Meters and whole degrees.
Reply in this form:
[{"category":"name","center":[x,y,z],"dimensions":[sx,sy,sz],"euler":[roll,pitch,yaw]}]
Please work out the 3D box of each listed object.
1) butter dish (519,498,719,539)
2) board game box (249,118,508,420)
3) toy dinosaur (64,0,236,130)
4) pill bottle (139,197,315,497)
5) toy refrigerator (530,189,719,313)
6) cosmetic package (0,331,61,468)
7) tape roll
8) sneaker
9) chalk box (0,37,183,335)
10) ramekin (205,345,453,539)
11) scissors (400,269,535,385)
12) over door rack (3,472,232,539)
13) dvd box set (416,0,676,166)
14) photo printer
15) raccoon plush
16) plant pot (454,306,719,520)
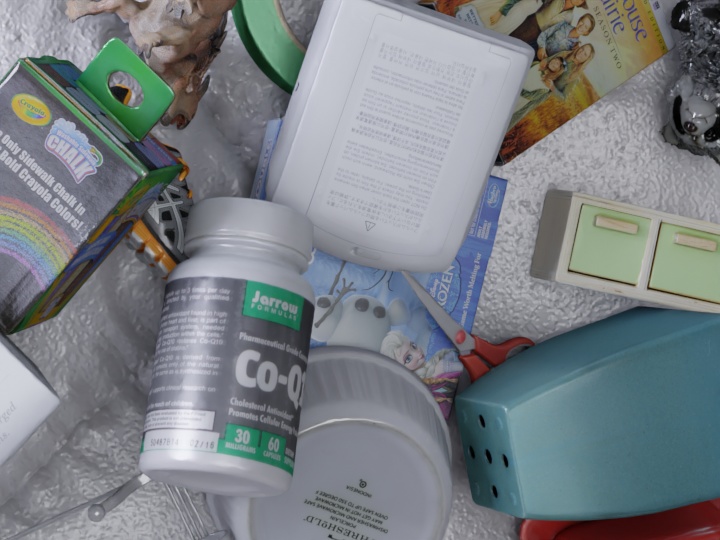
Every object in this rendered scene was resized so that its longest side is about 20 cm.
[{"category":"butter dish","center":[0.250,0.282,1.573],"dimensions":[0.198,0.148,0.202],"euler":[-12,96,-14]},{"category":"board game box","center":[0.000,0.000,1.541],"dimensions":[0.197,0.043,0.202],"euler":[13,91,-15]},{"category":"toy dinosaur","center":[-0.122,-0.201,1.436],"dimensions":[0.200,0.135,0.086],"euler":[-43,70,29]},{"category":"pill bottle","center":[-0.093,0.056,1.402],"dimensions":[0.112,0.113,0.202],"euler":[11,74,-15]},{"category":"toy refrigerator","center":[0.249,-0.010,1.593],"dimensions":[0.198,0.070,0.077],"euler":[12,91,-15]},{"category":"cosmetic package","center":[-0.334,0.084,1.377],"dimensions":[0.165,0.200,0.165],"euler":[-46,103,-7]},{"category":"tape roll","center":[-0.004,-0.227,1.522],"dimensions":[0.199,0.048,0.202],"euler":[-1,95,-15]},{"category":"sneaker","center":[-0.157,-0.055,1.480],"dimensions":[0.077,0.078,0.200],"euler":[-41,102,-14]},{"category":"chalk box","center":[-0.215,-0.073,1.378],"dimensions":[0.124,0.124,0.200],"euler":[43,98,1]},{"category":"ramekin","center":[-0.018,0.167,1.497],"dimensions":[0.200,0.094,0.204],"euler":[-4,109,-10]},{"category":"scissors","center":[0.082,0.065,1.534],"dimensions":[0.200,0.014,0.074],"euler":[30,81,-46]},{"category":"over door rack","center":[-0.189,0.244,1.463],"dimensions":[0.199,0.067,0.149],"euler":[-23,100,11]},{"category":"dvd box set","center":[0.152,-0.195,1.544],"dimensions":[0.199,0.029,0.147],"euler":[-34,110,-24]},{"category":"photo printer","center":[0.023,-0.101,1.463],"dimensions":[0.165,0.070,0.201],"euler":[16,105,-11]},{"category":"raccoon plush","center":[0.329,-0.171,1.602],"dimensions":[0.199,0.097,0.135],"euler":[-25,135,-30]},{"category":"plant pot","center":[0.186,0.121,1.531],"dimensions":[0.199,0.141,0.143],"euler":[-13,97,-24]}]
